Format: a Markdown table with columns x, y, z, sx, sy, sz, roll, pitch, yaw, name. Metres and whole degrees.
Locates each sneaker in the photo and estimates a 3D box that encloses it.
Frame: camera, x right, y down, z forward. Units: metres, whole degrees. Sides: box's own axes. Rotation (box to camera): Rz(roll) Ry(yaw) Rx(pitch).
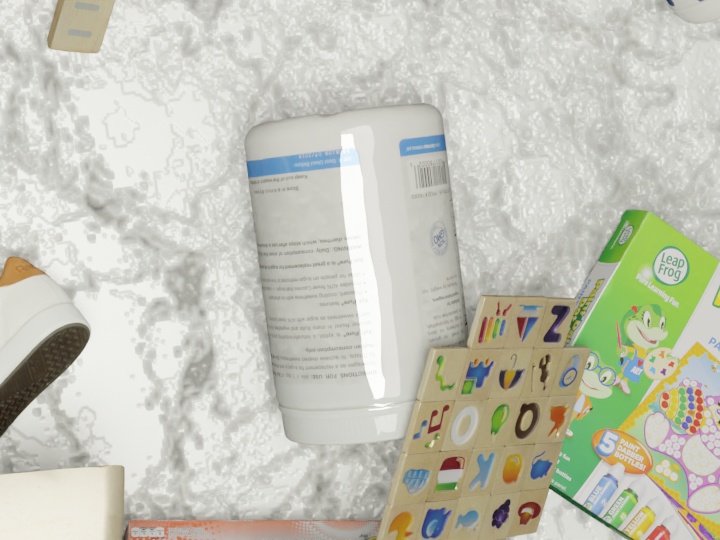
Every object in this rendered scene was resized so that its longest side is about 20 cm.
| x | y | z | sx | sy | sz | roll | pitch | yaw | name |
| --- | --- | --- | --- | --- | --- | --- | --- | --- | --- |
| -0.263 | 0.074 | 1.019 | 0.200 | 0.073 | 0.085 | -42 | 67 | -1 | sneaker |

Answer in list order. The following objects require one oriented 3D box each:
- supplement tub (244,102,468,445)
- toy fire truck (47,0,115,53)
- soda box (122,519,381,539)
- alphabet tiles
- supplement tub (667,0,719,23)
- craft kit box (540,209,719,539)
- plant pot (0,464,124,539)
| x | y | z | sx | sy | sz | roll | pitch | yaw | name |
| --- | --- | --- | --- | --- | --- | --- | --- | --- | --- |
| 0.000 | 0.000 | 1.037 | 0.130 | 0.132 | 0.203 | -7 | 94 | -13 | supplement tub |
| -0.202 | -0.247 | 0.993 | 0.174 | 0.129 | 0.203 | -1 | 83 | -13 | toy fire truck |
| -0.056 | 0.206 | 1.054 | 0.197 | 0.064 | 0.069 | 2 | 54 | -13 | soda box |
| 0.080 | 0.112 | 1.030 | 0.165 | 0.006 | 0.202 | 2 | 108 | -48 | alphabet tiles |
| 0.222 | -0.282 | 1.072 | 0.144 | 0.144 | 0.201 | -38 | 101 | -9 | supplement tub |
| 0.222 | 0.094 | 1.142 | 0.199 | 0.048 | 0.199 | 32 | 82 | -13 | craft kit box |
| -0.232 | 0.222 | 0.931 | 0.197 | 0.200 | 0.179 | -4 | 76 | -14 | plant pot |
